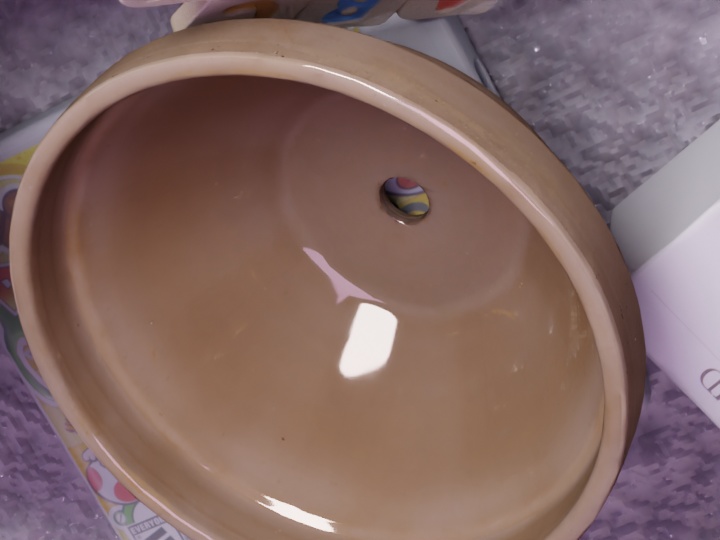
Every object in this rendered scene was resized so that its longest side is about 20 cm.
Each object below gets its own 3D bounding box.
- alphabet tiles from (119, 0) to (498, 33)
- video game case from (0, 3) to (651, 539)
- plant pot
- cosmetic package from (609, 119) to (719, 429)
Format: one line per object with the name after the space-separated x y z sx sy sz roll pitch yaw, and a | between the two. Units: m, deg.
0.033 -0.107 0.687 0.196 0.199 0.015 -36 68 56 | alphabet tiles
-0.028 0.007 0.849 0.199 0.023 0.182 -24 106 19 | video game case
0.000 0.000 0.766 0.200 0.093 0.201 13 127 18 | plant pot
0.182 -0.027 0.766 0.113 0.081 0.200 42 112 -10 | cosmetic package
